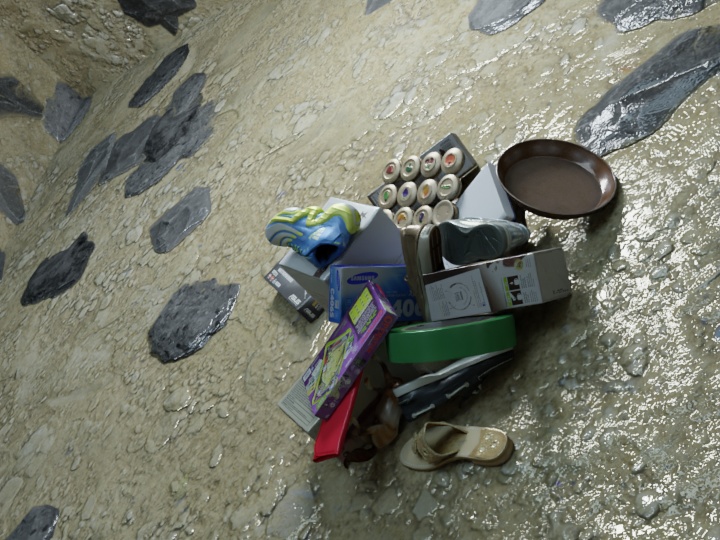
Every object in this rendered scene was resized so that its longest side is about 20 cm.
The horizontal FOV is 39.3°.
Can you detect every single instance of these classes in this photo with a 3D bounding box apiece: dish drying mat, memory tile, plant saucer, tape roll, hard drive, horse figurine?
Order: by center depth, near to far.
[{"bbox_3d":[0.138,0.103,1.545,0.200,0.200,0.049,-9,90,44],"label":"tape roll"},{"bbox_3d":[-0.029,0.197,1.558,0.077,0.018,0.201,-29,37,52],"label":"dish drying mat"},{"bbox_3d":[0.033,0.224,1.598,0.050,0.132,0.201,22,83,52],"label":"horse figurine"},{"bbox_3d":[0.322,-0.147,1.671,0.199,0.035,0.201,3,43,-3],"label":"plant saucer"},{"bbox_3d":[0.184,-0.068,1.721,0.200,0.025,0.132,-53,34,36],"label":"hard drive"},{"bbox_3d":[0.103,-0.139,1.813,0.199,0.017,0.154,-4,71,46],"label":"memory tile"}]

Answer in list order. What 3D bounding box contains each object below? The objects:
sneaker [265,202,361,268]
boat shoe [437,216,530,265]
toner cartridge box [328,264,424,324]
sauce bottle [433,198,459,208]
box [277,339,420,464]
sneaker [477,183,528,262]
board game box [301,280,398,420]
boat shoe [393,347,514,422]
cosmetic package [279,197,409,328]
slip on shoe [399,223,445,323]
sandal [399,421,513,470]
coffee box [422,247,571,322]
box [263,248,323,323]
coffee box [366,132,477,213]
[{"bbox_3d":[-0.094,-0.053,1.706,0.199,0.076,0.105,-14,44,37],"label":"sneaker"},{"bbox_3d":[0.190,-0.051,1.623,0.064,0.075,0.202,-12,4,-27],"label":"boat shoe"},{"bbox_3d":[0.043,0.038,1.692,0.043,0.199,0.096,8,98,58],"label":"toner cartridge box"},{"bbox_3d":[0.192,-0.094,1.818,0.066,0.066,0.200,-43,32,2],"label":"sauce bottle"},{"bbox_3d":[-0.020,0.198,1.679,0.200,0.109,0.128,-49,31,-8],"label":"box"},{"bbox_3d":[0.253,-0.044,1.693,0.070,0.075,0.201,-3,72,59],"label":"sneaker"},{"bbox_3d":[-0.019,0.123,1.569,0.200,0.032,0.120,-55,19,13],"label":"board game box"},{"bbox_3d":[0.151,0.172,1.557,0.199,0.061,0.076,-23,-3,7],"label":"boat shoe"},{"bbox_3d":[0.000,0.000,1.799,0.165,0.200,0.165,-52,32,-14],"label":"cosmetic package"},{"bbox_3d":[0.104,0.015,1.671,0.060,0.201,0.076,5,34,25],"label":"slip on shoe"},{"bbox_3d":[0.124,0.247,1.494,0.211,0.070,0.078,-9,46,44],"label":"sandal"},{"bbox_3d":[0.213,0.022,1.582,0.199,0.080,0.113,-12,-2,35],"label":"coffee box"},{"bbox_3d":[-0.098,0.003,2.054,0.158,0.048,0.200,-47,32,-3],"label":"box"},{"bbox_3d":[0.120,-0.174,1.937,0.200,0.080,0.114,-37,-2,13],"label":"coffee box"}]
